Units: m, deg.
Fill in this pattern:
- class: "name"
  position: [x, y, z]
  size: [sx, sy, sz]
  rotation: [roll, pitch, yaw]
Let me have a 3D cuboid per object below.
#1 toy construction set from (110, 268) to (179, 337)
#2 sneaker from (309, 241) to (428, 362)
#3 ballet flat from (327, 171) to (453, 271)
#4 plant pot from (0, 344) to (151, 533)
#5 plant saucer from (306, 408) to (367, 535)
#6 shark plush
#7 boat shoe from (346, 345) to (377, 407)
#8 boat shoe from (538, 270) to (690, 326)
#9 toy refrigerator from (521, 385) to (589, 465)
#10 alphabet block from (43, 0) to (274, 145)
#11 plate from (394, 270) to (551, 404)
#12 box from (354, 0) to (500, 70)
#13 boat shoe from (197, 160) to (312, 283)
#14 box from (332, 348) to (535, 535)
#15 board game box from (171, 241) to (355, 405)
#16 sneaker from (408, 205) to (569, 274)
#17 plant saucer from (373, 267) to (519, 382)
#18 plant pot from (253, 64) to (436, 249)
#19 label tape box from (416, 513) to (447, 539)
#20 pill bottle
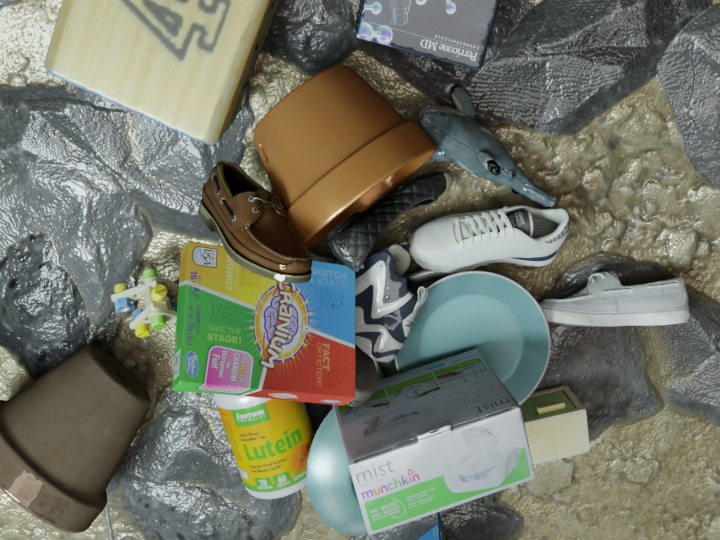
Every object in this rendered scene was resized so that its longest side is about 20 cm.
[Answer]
- class: "toy construction set"
  position: [-0.194, 0.025, 1.081]
  size: [0.197, 0.130, 0.094]
  rotation: [-14, 70, 35]
- class: "sneaker"
  position: [0.000, 0.000, 1.086]
  size: [0.199, 0.079, 0.130]
  rotation: [43, 101, 26]
- class: "ballet flat"
  position: [0.041, -0.063, 1.057]
  size: [0.198, 0.066, 0.057]
  rotation: [-34, 88, -31]
- class: "plant pot"
  position: [-0.362, 0.196, 1.125]
  size: [0.200, 0.200, 0.175]
  rotation: [43, 86, -13]
- class: "plant saucer"
  position: [0.024, 0.255, 1.163]
  size: [0.197, 0.038, 0.206]
  rotation: [-5, 101, -29]
- class: "shark plush"
  position: [0.143, -0.127, 1.065]
  size: [0.091, 0.083, 0.200]
  rotation: [-42, 104, 9]
- class: "boat shoe"
  position: [-0.045, 0.105, 1.097]
  size: [0.073, 0.201, 0.074]
  rotation: [6, 120, -35]
- class: "boat shoe"
  position: [0.319, 0.036, 1.132]
  size: [0.195, 0.072, 0.070]
  rotation: [-2, 87, 7]
- class: "toy refrigerator"
  position: [0.193, 0.212, 1.170]
  size: [0.195, 0.076, 0.072]
  rotation: [-12, 108, -3]
- class: "alphabet block"
  position: [-0.197, -0.279, 0.958]
  size: [0.193, 0.196, 0.203]
  rotation: [22, 106, -9]
- class: "plate"
  position: [0.139, 0.094, 1.116]
  size: [0.195, 0.026, 0.205]
  rotation: [0, 109, -1]
- class: "box"
  position: [0.085, -0.343, 0.983]
  size: [0.145, 0.107, 0.204]
  rotation: [12, 108, -5]
- class: "boat shoe"
  position: [-0.116, -0.056, 0.959]
  size: [0.071, 0.199, 0.069]
  rotation: [-3, 120, -43]
- class: "box"
  position: [0.077, 0.188, 1.027]
  size: [0.196, 0.177, 0.099]
  rotation: [-17, 108, -4]
- class: "board game box"
  position: [-0.101, 0.060, 0.973]
  size: [0.196, 0.040, 0.157]
  rotation: [8, 69, -23]
- class: "sneaker"
  position: [0.155, -0.047, 1.081]
  size: [0.195, 0.081, 0.078]
  rotation: [-7, 71, -6]
- class: "plant saucer"
  position: [0.105, 0.086, 1.152]
  size: [0.195, 0.050, 0.205]
  rotation: [0, 108, 0]
- class: "plant pot"
  position: [-0.030, -0.136, 1.015]
  size: [0.198, 0.200, 0.141]
  rotation: [-36, 89, 10]
- class: "label tape box"
  position: [0.104, 0.441, 1.219]
  size: [0.062, 0.145, 0.204]
  rotation: [-15, 107, 7]
- class: "pill bottle"
  position: [-0.126, 0.178, 1.148]
  size: [0.109, 0.111, 0.204]
  rotation: [-15, 108, 4]
